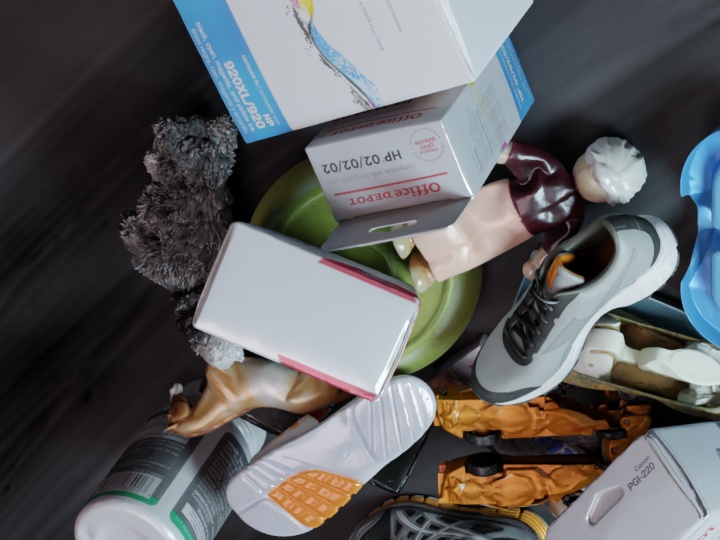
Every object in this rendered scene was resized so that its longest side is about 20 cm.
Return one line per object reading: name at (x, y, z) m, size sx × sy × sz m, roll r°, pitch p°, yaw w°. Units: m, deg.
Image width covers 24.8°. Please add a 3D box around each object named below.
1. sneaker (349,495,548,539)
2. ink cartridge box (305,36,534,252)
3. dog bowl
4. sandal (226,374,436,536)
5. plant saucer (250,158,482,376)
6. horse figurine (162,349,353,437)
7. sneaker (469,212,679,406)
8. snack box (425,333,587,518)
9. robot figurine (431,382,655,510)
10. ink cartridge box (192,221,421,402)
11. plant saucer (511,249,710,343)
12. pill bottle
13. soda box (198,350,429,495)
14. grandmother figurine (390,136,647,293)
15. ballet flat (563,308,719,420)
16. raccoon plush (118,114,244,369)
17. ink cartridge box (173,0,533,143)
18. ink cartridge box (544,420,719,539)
sneaker at (0.074, 0.259, 1.505) m, size 0.199 × 0.077 × 0.078 m, roll -7°, pitch 120°, yaw 30°
ink cartridge box at (0.040, -0.098, 1.200) m, size 0.115 × 0.200 × 0.068 m, roll -10°, pitch 117°, yaw 29°
dog bowl at (0.299, -0.030, 1.225) m, size 0.111 × 0.050 × 0.201 m, roll 6°, pitch 123°, yaw 21°
sandal at (-0.019, 0.151, 1.389) m, size 0.206 × 0.059 × 0.079 m, roll -35°, pitch 104°, yaw 16°
plant saucer at (0.000, 0.000, 1.342) m, size 0.199 × 0.031 × 0.201 m, roll 1°, pitch 104°, yaw 6°
horse figurine at (-0.071, 0.078, 1.411) m, size 0.199 × 0.050 × 0.133 m, roll 1°, pitch 79°, yaw 3°
sneaker at (0.149, 0.025, 1.255) m, size 0.200 × 0.079 × 0.074 m, roll -47°, pitch 51°, yaw 23°
snack box at (0.150, 0.146, 1.426) m, size 0.200 × 0.024 × 0.072 m, roll 45°, pitch 125°, yaw -8°
robot figurine at (0.162, 0.141, 1.370) m, size 0.199 × 0.058 × 0.146 m, roll -2°, pitch 108°, yaw 8°
ink cartridge box at (-0.036, 0.027, 1.226) m, size 0.147 × 0.200 × 0.086 m, roll 22°, pitch 90°, yaw 1°
plant saucer at (0.224, 0.044, 1.329) m, size 0.199 × 0.019 × 0.070 m, roll 23°, pitch 128°, yaw 8°
pill bottle at (-0.166, 0.193, 1.490) m, size 0.113 × 0.200 × 0.113 m, roll 12°, pitch 126°, yaw 17°
soda box at (-0.040, 0.126, 1.459) m, size 0.199 × 0.071 × 0.063 m, roll 26°, pitch 171°, yaw 7°
grandmother figurine at (0.123, -0.052, 1.263) m, size 0.199 × 0.061 × 0.121 m, roll -20°, pitch 126°, yaw 15°
ballet flat at (0.218, 0.068, 1.290) m, size 0.199 × 0.071 × 0.071 m, roll 17°, pitch 127°, yaw 11°
raccoon plush at (-0.120, -0.037, 1.355) m, size 0.200 × 0.097 × 0.134 m, roll 52°, pitch 140°, yaw 26°
ink cartridge box at (-0.005, -0.205, 1.183) m, size 0.199 × 0.147 × 0.145 m, roll -12°, pitch 116°, yaw 31°
ink cartridge box at (0.262, 0.189, 1.279) m, size 0.146 × 0.199 × 0.085 m, roll -53°, pitch 54°, yaw 33°
